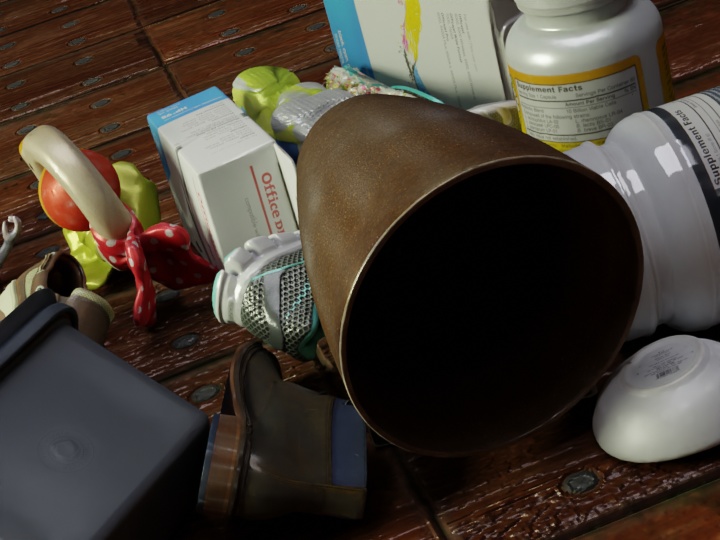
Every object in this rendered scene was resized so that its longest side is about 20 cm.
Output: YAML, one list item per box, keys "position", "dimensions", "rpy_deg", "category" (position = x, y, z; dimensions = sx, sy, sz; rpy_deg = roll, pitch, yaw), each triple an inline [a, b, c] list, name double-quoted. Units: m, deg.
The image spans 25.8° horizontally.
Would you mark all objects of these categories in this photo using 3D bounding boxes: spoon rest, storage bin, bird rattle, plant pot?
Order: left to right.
- position: [-0.185, 0.134, 0.909]
  dimensions: [0.133, 0.147, 0.200]
  rpy_deg: [26, 42, 16]
  category: "storage bin"
- position: [-0.205, -0.037, 1.209]
  dimensions: [0.112, 0.164, 0.200]
  rpy_deg: [-39, 20, -4]
  category: "bird rattle"
- position: [0.039, -0.024, 0.935]
  dimensions: [0.185, 0.189, 0.200]
  rpy_deg: [-22, 35, -11]
  category: "plant pot"
- position: [0.226, 0.059, 0.897]
  dimensions: [0.198, 0.061, 0.100]
  rpy_deg: [-24, 23, 16]
  category: "spoon rest"

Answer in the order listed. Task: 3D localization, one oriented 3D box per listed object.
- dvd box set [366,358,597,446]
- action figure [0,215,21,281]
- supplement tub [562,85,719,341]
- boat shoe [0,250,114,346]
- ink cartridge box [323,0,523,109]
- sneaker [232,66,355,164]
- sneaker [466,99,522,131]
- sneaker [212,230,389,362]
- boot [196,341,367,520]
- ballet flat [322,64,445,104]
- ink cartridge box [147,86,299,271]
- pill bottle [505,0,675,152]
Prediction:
- position: [0.072, 0.034, 1.042]
  dimensions: [0.144, 0.030, 0.201]
  rpy_deg: [-13, 28, 7]
  category: "dvd box set"
- position: [-0.373, -0.017, 1.313]
  dimensions: [0.149, 0.133, 0.201]
  rpy_deg: [-43, 46, 28]
  category: "action figure"
- position: [0.236, -0.046, 0.977]
  dimensions: [0.198, 0.142, 0.141]
  rpy_deg: [-19, 27, -4]
  category: "supplement tub"
- position: [-0.211, 0.044, 1.106]
  dimensions: [0.075, 0.075, 0.203]
  rpy_deg: [-44, 34, 6]
  category: "boat shoe"
- position: [0.096, -0.203, 1.344]
  dimensions: [0.147, 0.146, 0.199]
  rpy_deg: [-36, 33, -32]
  category: "ink cartridge box"
- position: [-0.044, -0.096, 1.277]
  dimensions: [0.075, 0.106, 0.200]
  rpy_deg: [-13, 26, -19]
  category: "sneaker"
- position: [0.050, -0.084, 1.173]
  dimensions: [0.198, 0.076, 0.082]
  rpy_deg: [-19, 27, -10]
  category: "sneaker"
- position: [0.000, 0.000, 1.057]
  dimensions: [0.199, 0.078, 0.091]
  rpy_deg: [-33, 52, -28]
  category: "sneaker"
- position: [-0.042, 0.103, 0.966]
  dimensions: [0.096, 0.076, 0.200]
  rpy_deg: [11, 19, -1]
  category: "boot"
- position: [0.018, -0.118, 1.283]
  dimensions: [0.064, 0.075, 0.200]
  rpy_deg: [-52, 28, -4]
  category: "ballet flat"
- position: [-0.096, -0.054, 1.208]
  dimensions: [0.066, 0.117, 0.200]
  rpy_deg: [-22, 27, -12]
  category: "ink cartridge box"
- position: [0.163, -0.128, 1.105]
  dimensions: [0.111, 0.202, 0.113]
  rpy_deg: [-13, 27, 7]
  category: "pill bottle"
